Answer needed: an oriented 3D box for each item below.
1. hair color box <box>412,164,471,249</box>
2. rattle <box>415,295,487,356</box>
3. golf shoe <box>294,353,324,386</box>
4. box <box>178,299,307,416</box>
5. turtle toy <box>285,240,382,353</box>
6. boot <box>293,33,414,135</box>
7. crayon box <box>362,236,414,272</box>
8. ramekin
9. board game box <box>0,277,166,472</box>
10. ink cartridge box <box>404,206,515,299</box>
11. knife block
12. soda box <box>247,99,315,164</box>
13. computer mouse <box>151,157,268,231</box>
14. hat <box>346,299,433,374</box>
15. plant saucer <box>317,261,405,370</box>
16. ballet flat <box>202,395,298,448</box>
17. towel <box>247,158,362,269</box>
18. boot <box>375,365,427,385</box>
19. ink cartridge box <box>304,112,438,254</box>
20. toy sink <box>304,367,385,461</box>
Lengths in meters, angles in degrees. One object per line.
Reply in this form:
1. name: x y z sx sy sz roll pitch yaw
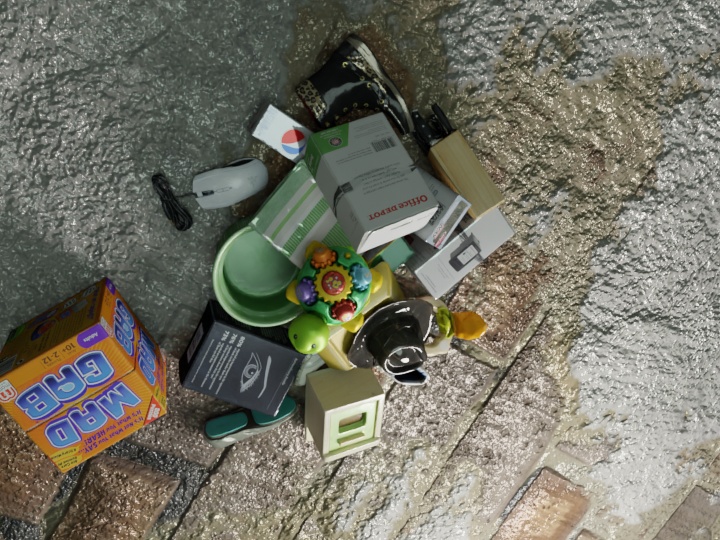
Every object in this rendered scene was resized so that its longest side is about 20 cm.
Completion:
1. hair color box: 0.092 -0.136 1.226 0.099 0.200 0.061 -55 146 9
2. rattle: 0.125 0.108 1.357 0.199 0.143 0.131 23 94 -27
3. golf shoe: -0.060 0.156 1.344 0.097 0.078 0.201 28 103 -7
4. box: -0.226 0.169 1.299 0.199 0.104 0.149 25 101 -24
5. turtle toy: -0.054 0.045 1.128 0.145 0.101 0.201 26 85 1
6. boot: -0.009 -0.295 1.204 0.150 0.073 0.200 -38 112 -1
7. crayon box: 0.000 0.000 1.290 0.200 0.126 0.052 -40 109 2
8. ramekin: -0.177 -0.007 1.250 0.198 0.098 0.202 -6 111 -15
9. board game box: -0.475 0.173 1.171 0.199 0.200 0.201 -30 116 -4
10. ink cartridge box: 0.176 -0.060 1.311 0.200 0.145 0.083 -40 116 1
11. knife block: 0.166 -0.208 1.230 0.064 0.200 0.176 -33 130 0
12. soda box: -0.099 -0.220 1.208 0.199 0.068 0.064 31 99 -24
13. computer mouse: -0.258 -0.146 1.202 0.199 0.044 0.110 -21 114 -8
14. hat: 0.077 0.140 1.249 0.200 0.081 0.201 -25 143 -20
15. plant saucer: 0.003 0.102 1.252 0.199 0.049 0.200 -35 145 -3
16. ballet flat: -0.223 0.309 1.387 0.198 0.068 0.064 -16 142 -10
17. towel: -0.077 -0.076 1.195 0.200 0.023 0.153 42 78 -23
18. boot: 0.049 0.175 1.389 0.199 0.096 0.074 20 104 -21
19. ink cartridge box: 0.015 -0.146 1.129 0.145 0.084 0.201 -21 72 -23
20. toy sink: -0.034 0.299 1.366 0.129 0.112 0.201 -12 131 -22
